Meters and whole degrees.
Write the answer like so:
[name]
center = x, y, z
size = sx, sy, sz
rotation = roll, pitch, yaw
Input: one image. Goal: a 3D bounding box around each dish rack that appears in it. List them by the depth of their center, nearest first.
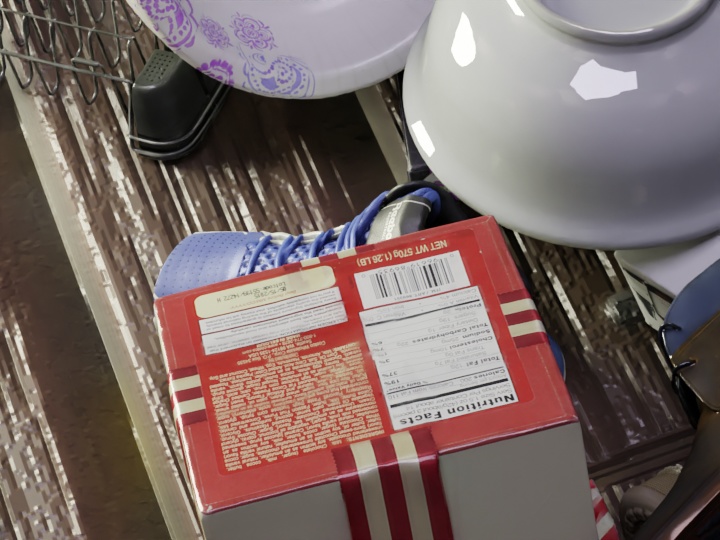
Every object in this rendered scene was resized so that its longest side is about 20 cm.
[dish rack]
center = -0.152, -0.151, 1.538
size = 0.200, 0.055, 0.154
rotation = 15, 55, 20

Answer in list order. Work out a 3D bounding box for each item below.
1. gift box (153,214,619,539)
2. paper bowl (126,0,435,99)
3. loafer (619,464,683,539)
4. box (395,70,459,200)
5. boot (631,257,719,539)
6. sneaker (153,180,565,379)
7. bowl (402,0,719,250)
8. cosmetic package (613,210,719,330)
[gift box]
center = 0.018, 0.100, 1.252
size = 0.184, 0.187, 0.200
rotation = -11, 33, 1
[paper bowl]
center = -0.036, -0.192, 1.439
size = 0.200, 0.201, 0.104
rotation = -23, 20, -10
[loafer]
center = 0.211, 0.133, 1.273
size = 0.200, 0.076, 0.067
rotation = 23, 56, 12
[box]
center = 0.116, -0.109, 1.486
size = 0.200, 0.036, 0.143
rotation = -8, 53, 2
[boot]
center = 0.155, 0.066, 1.242
size = 0.097, 0.075, 0.200
rotation = 28, 57, 37
[sneaker]
center = 0.001, 0.000, 1.366
size = 0.199, 0.115, 0.081
rotation = 13, 55, 16
[bowl]
center = 0.118, -0.113, 1.341
size = 0.201, 0.090, 0.201
rotation = -1, 52, 1
[cosmetic package]
center = 0.213, 0.043, 1.326
size = 0.200, 0.083, 0.051
rotation = 35, 82, 28
